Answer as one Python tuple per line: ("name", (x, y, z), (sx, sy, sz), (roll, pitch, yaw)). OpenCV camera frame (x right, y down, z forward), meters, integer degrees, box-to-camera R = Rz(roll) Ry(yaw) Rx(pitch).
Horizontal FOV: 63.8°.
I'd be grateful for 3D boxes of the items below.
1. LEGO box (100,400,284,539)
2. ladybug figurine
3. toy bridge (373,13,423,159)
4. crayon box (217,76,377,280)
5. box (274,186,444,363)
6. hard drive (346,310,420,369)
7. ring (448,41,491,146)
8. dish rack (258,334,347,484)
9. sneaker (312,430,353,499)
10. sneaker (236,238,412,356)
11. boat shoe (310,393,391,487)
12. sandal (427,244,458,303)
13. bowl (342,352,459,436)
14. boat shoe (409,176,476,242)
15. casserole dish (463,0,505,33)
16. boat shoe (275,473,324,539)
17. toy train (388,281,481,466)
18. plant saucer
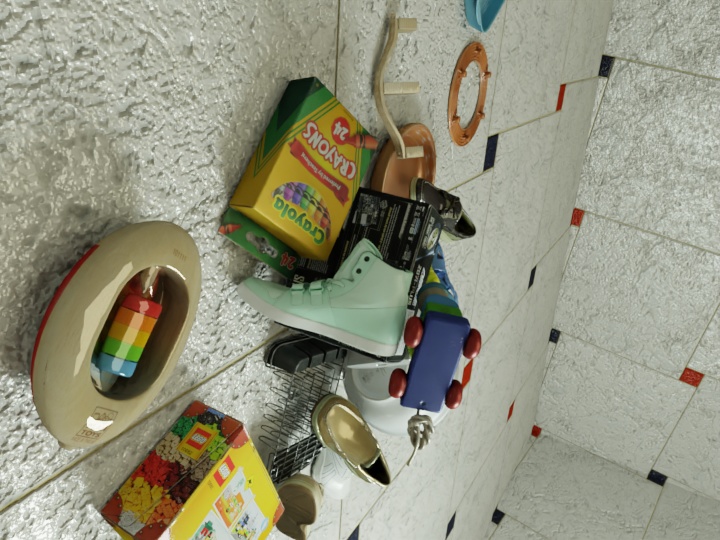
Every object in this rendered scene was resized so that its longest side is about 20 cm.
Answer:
("LEGO box", (-0.179, 0.276, 0.665), (0.149, 0.076, 0.201), (-52, 145, -37))
("ladybug figurine", (-0.209, 0.049, 0.489), (0.202, 0.071, 0.136), (-67, 153, -15))
("toy bridge", (0.053, -0.264, 0.837), (0.067, 0.027, 0.203), (-10, 103, -25))
("crayon box", (-0.066, -0.101, 0.670), (0.127, 0.050, 0.202), (36, 72, -44))
("box", (0.000, 0.000, 0.755), (0.086, 0.162, 0.202), (21, 85, -69))
("hard drive", (0.040, 0.039, 0.847), (0.026, 0.131, 0.202), (24, 64, -36))
("ring", (0.223, -0.349, 1.158), (0.200, 0.019, 0.203), (-39, 136, -50))
("dish rack", (-0.086, 0.196, 0.828), (0.153, 0.054, 0.202), (-3, 109, -60))
("sneaker", (-0.030, 0.312, 0.958), (0.074, 0.086, 0.202), (-43, 141, -47))
("sneaker", (-0.037, 0.012, 0.669), (0.074, 0.198, 0.120), (-44, 151, -83))
("boat shoe", (-0.002, 0.253, 0.845), (0.072, 0.076, 0.201), (-48, 133, -17))
("sandal", (0.128, 0.015, 1.036), (0.087, 0.079, 0.201), (38, 32, -24))
("bowl", (0.046, 0.154, 0.896), (0.090, 0.199, 0.203), (26, 81, -59))
("boat shoe", (0.143, -0.105, 0.985), (0.200, 0.064, 0.074), (29, 64, -57))
("casserole dish", (0.234, -0.531, 1.060), (0.201, 0.038, 0.122), (-61, 150, -24))
("boat shoe", (-0.087, 0.339, 0.860), (0.201, 0.071, 0.065), (101, 15, -49))
("toy train", (0.075, 0.121, 0.703), (0.116, 0.084, 0.202), (-88, -170, -64))
("plant saucer", (0.068, -0.142, 0.955), (0.200, 0.037, 0.202), (-37, 135, -49))
